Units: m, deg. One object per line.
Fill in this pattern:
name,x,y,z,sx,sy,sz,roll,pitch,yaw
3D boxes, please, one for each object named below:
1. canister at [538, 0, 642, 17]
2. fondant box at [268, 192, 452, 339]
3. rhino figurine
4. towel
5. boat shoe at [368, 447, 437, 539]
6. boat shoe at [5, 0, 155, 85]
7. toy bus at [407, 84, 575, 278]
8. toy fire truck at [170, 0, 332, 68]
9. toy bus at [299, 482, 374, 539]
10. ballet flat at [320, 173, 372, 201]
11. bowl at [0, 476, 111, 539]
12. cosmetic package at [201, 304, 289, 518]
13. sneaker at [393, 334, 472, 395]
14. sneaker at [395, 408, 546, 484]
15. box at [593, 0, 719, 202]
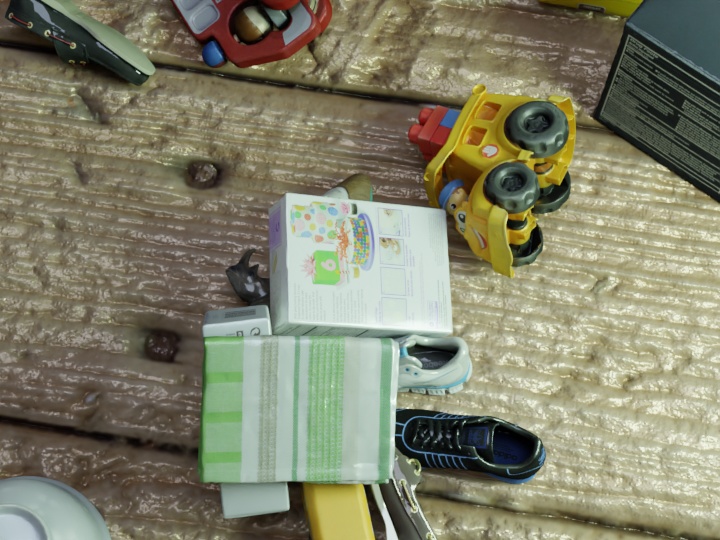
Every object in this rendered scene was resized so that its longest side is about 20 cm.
canister,0.334,-0.392,1.757,0.199,0.087,0.149,11,65,5
fondant box,0.000,0.000,1.526,0.199,0.058,0.145,5,73,-25
rhino figurine,-0.116,0.070,1.535,0.087,0.060,0.201,-1,68,-7
towel,-0.062,0.138,1.381,0.198,0.031,0.150,2,92,-13
boat shoe,0.041,0.232,1.449,0.059,0.072,0.201,-18,79,-2
boat shoe,-0.344,-0.284,1.701,0.201,0.074,0.063,33,104,3
toy bus,0.137,-0.116,1.598,0.191,0.136,0.201,18,61,19
toy fire truck,-0.142,-0.336,1.716,0.168,0.112,0.201,-35,68,9
toy bus,-0.029,0.241,1.450,0.065,0.078,0.201,-10,65,-6
ballet flat,-0.039,-0.037,1.580,0.068,0.072,0.201,-7,59,46
bowl,-0.355,0.296,1.409,0.199,0.091,0.202,1,65,-2
cosmetic package,-0.119,0.144,1.433,0.071,0.101,0.202,-7,96,-4
sneaker,0.027,0.103,1.514,0.199,0.087,0.075,-12,67,-6
sneaker,0.101,0.180,1.483,0.198,0.078,0.071,9,66,2
box,0.401,-0.217,1.613,0.200,0.199,0.123,36,69,14
